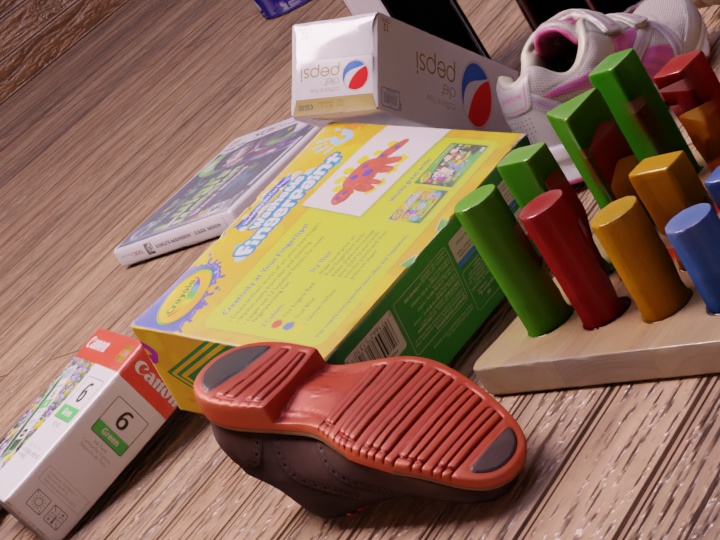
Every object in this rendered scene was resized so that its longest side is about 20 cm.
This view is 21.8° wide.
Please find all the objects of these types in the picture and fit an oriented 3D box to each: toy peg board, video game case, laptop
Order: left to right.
[{"bbox_3d":[-0.114,-0.083,1.715,0.181,0.023,0.200,-16,24,47],"label":"video game case"},{"bbox_3d":[0.019,-0.184,1.450,0.116,0.188,0.199,-42,18,-29],"label":"laptop"},{"bbox_3d":[0.158,-0.043,0.940,0.200,0.098,0.198,-45,19,-32],"label":"toy peg board"}]

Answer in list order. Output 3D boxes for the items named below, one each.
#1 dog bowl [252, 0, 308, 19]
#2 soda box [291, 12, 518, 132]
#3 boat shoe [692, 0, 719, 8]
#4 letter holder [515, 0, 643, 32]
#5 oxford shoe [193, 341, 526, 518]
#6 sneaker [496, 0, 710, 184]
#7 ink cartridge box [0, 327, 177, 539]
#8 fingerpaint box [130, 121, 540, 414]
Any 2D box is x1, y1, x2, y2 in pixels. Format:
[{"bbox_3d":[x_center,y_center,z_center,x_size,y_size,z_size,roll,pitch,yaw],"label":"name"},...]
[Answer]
[{"bbox_3d":[-0.069,-0.426,2.519,0.199,0.079,0.200,-31,16,10],"label":"dog bowl"},{"bbox_3d":[0.034,-0.118,1.247,0.068,0.064,0.199,-3,-8,31],"label":"soda box"},{"bbox_3d":[0.286,-0.259,1.363,0.064,0.072,0.200,-16,25,44],"label":"boat shoe"},{"bbox_3d":[0.169,-0.277,1.512,0.100,0.143,0.200,-27,17,19],"label":"letter holder"},{"bbox_3d":[0.005,0.088,0.929,0.199,0.073,0.071,13,41,43],"label":"oxford shoe"},{"bbox_3d":[0.160,-0.139,1.228,0.081,0.089,0.200,-16,24,46],"label":"sneaker"},{"bbox_3d":[-0.165,0.082,1.230,0.200,0.050,0.109,-50,20,-13],"label":"ink cartridge box"},{"bbox_3d":[-0.006,0.004,1.088,0.166,0.074,0.200,7,45,44],"label":"fingerpaint box"}]
